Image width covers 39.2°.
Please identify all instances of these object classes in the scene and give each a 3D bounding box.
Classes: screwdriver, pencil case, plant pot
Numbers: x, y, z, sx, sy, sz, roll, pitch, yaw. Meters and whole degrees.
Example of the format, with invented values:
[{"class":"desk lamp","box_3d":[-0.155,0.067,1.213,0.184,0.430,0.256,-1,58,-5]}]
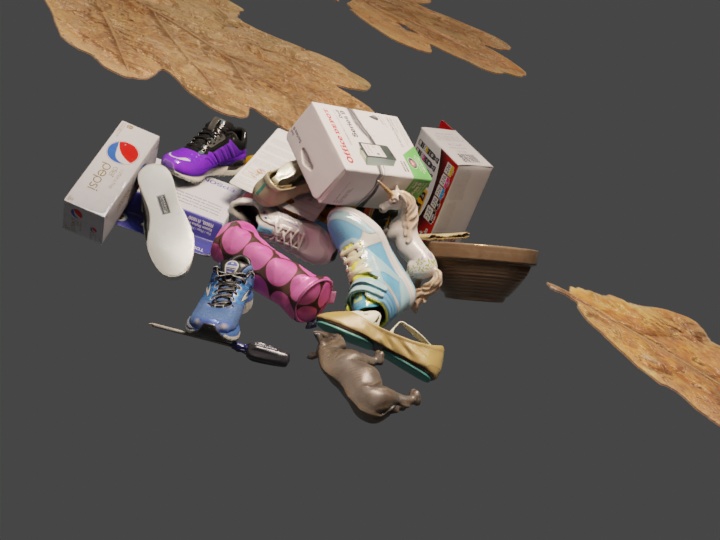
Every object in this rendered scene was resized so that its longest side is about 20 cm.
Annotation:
[{"class":"screwdriver","box_3d":[-0.192,0.095,1.388,0.198,0.028,0.029,19,58,-1]},{"class":"pencil case","box_3d":[-0.131,0.000,1.524,0.199,0.091,0.093,36,32,28]},{"class":"plant pot","box_3d":[0.195,0.004,1.693,0.198,0.094,0.201,4,0,0]}]

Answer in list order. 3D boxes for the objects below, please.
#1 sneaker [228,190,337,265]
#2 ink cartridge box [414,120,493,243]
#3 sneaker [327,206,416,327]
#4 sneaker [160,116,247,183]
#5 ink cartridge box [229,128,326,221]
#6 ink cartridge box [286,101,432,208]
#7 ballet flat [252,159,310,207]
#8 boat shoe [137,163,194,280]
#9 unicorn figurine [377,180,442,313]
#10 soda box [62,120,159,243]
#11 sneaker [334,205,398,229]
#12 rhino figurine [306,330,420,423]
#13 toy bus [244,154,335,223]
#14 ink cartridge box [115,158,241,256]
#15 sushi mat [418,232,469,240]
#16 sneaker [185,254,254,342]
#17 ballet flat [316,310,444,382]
[{"class":"sneaker","box_3d":[-0.130,-0.063,1.636,0.199,0.076,0.087,28,22,17]},{"class":"ink cartridge box","box_3d":[0.129,-0.149,1.834,0.083,0.201,0.176,-1,36,-33]},{"class":"sneaker","box_3d":[0.000,0.000,1.564,0.201,0.079,0.131,52,35,-4]},{"class":"sneaker","box_3d":[-0.258,-0.210,1.696,0.069,0.100,0.200,27,22,22]},{"class":"ink cartridge box","box_3d":[-0.114,-0.152,1.717,0.161,0.057,0.201,24,45,7]},{"class":"ink cartridge box","box_3d":[-0.002,-0.181,1.631,0.199,0.084,0.147,1,53,-45]},{"class":"ballet flat","box_3d":[-0.093,-0.160,1.648,0.069,0.070,0.199,34,42,23]},{"class":"boat shoe","box_3d":[-0.295,-0.066,1.537,0.070,0.064,0.202,-9,61,-14]},{"class":"unicorn figurine","box_3d":[0.067,-0.042,1.636,0.200,0.137,0.074,49,36,0]},{"class":"soda box","box_3d":[-0.381,-0.138,1.551,0.068,0.064,0.201,22,48,0]},{"class":"sneaker","box_3d":[0.015,-0.113,1.765,0.089,0.071,0.200,21,9,12]},{"class":"rhino figurine","box_3d":[-0.010,0.139,1.400,0.087,0.060,0.200,-10,39,-37]},{"class":"toy bus","box_3d":[-0.125,-0.127,1.766,0.078,0.066,0.200,-9,41,-43]},{"class":"ink cartridge box","box_3d":[-0.308,-0.113,1.643,0.198,0.041,0.201,19,29,-4]},{"class":"sushi mat","box_3d":[0.086,-0.059,1.739,0.095,0.012,0.199,-3,3,-40]},{"class":"sneaker","box_3d":[-0.191,0.033,1.404,0.078,0.090,0.200,11,23,0]},{"class":"ballet flat","box_3d":[0.032,0.096,1.489,0.199,0.069,0.063,27,72,-1]}]
